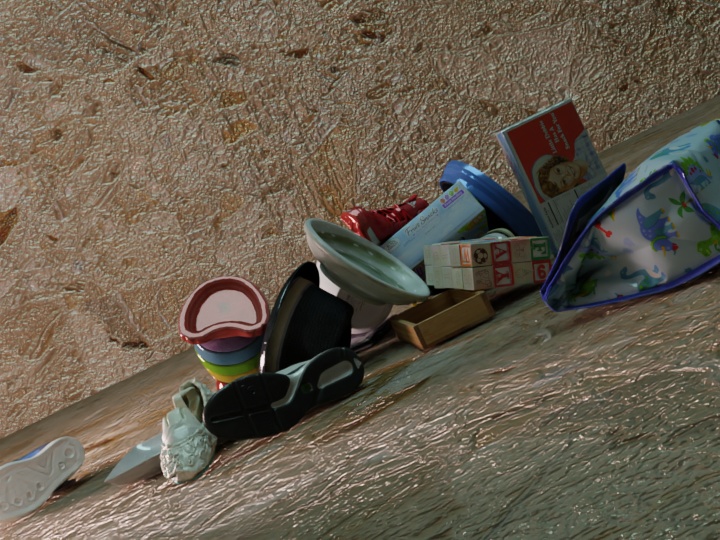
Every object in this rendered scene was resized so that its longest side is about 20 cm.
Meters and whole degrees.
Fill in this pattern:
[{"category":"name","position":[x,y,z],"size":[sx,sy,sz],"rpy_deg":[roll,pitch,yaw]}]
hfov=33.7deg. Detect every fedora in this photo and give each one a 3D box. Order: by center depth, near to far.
[{"category":"fedora","position":[-0.063,0.088,1.607],"size":[0.092,0.201,0.201],"rpy_deg":[14,14,12]}]

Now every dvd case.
[{"category":"dvd case","position":[-0.048,0.125,1.808],"size":[0.200,0.016,0.149],"rpy_deg":[-24,4,21]}]

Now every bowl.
[{"category":"bowl","position":[0.207,-0.096,1.891],"size":[0.039,0.201,0.201],"rpy_deg":[-50,6,-5]}]

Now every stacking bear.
[{"category":"stacking bear","position":[-0.174,0.114,1.653],"size":[0.121,0.200,0.114],"rpy_deg":[-8,45,-1]}]

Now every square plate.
[{"category":"square plate","position":[-0.221,0.219,1.550],"size":[0.200,0.028,0.198],"rpy_deg":[-26,4,2]}]

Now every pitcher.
[{"category":"pitcher","position":[-0.024,0.046,1.812],"size":[0.121,0.172,0.200],"rpy_deg":[13,11,-14]}]

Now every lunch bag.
[{"category":"lunch bag","position":[0.283,-0.043,1.179],"size":[0.200,0.127,0.170],"rpy_deg":[-39,-3,38]}]

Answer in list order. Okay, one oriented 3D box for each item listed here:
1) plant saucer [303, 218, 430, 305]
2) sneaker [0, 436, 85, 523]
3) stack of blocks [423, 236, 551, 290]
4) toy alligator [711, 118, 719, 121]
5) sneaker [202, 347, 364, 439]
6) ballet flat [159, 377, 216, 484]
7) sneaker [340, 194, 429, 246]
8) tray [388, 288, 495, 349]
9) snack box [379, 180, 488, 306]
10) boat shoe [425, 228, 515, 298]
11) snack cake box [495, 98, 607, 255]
[{"category":"plant saucer","position":[0.000,0.000,1.640],"size":[0.050,0.200,0.200],"rpy_deg":[-58,-4,12]},{"category":"sneaker","position":[-0.504,0.321,1.731],"size":[0.146,0.081,0.200],"rpy_deg":[-33,1,42]},{"category":"stack of blocks","position":[0.153,-0.010,1.582],"size":[0.115,0.059,0.200],"rpy_deg":[-6,3,-21]},{"category":"toy alligator","position":[0.591,-0.210,1.961],"size":[0.200,0.059,0.054],"rpy_deg":[-24,44,26]},{"category":"sneaker","position":[-0.100,0.156,1.409],"size":[0.200,0.076,0.115],"rpy_deg":[-19,-8,-23]},{"category":"ballet flat","position":[-0.206,0.182,1.400],"size":[0.072,0.072,0.200],"rpy_deg":[-25,15,6]},{"category":"sneaker","position":[0.043,-0.085,1.813],"size":[0.116,0.078,0.200],"rpy_deg":[-44,-15,0]},{"category":"tray","position":[0.102,0.061,1.538],"size":[0.099,0.037,0.200],"rpy_deg":[-26,3,-6]},{"category":"snack box","position":[0.117,-0.037,1.849],"size":[0.169,0.068,0.200],"rpy_deg":[-39,-15,-3]},{"category":"boat shoe","position":[0.164,0.001,1.750],"size":[0.068,0.075,0.200],"rpy_deg":[-29,-6,-31]},{"category":"snack cake box","position":[0.291,-0.135,1.727],"size":[0.115,0.200,0.067],"rpy_deg":[-25,3,-1]}]
